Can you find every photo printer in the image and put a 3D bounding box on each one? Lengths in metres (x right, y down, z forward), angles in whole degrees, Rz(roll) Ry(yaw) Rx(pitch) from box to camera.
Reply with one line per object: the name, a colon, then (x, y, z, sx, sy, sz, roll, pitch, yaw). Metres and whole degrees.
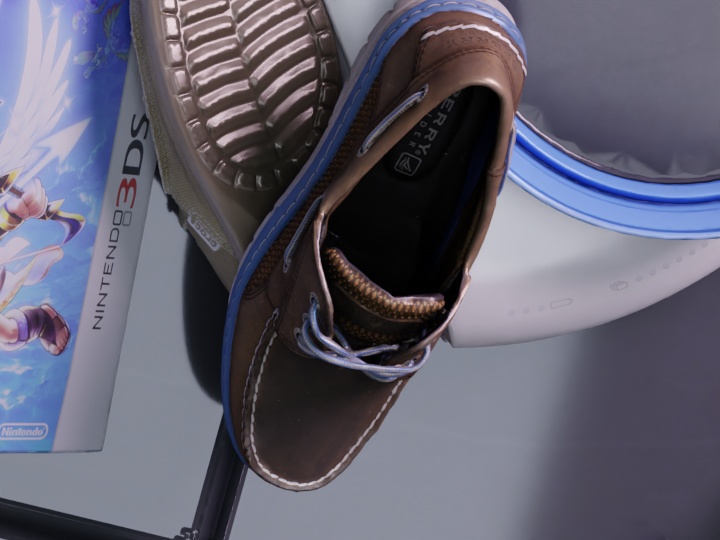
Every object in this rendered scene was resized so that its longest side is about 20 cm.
photo printer: (0.071, -0.077, 0.947, 0.166, 0.069, 0.200, -22, 100, -6)

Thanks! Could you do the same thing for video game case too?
video game case: (-0.156, -0.027, 0.869, 0.200, 0.045, 0.182, 4, 98, -52)

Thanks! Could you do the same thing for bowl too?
bowl: (0.117, -0.112, 0.881, 0.200, 0.039, 0.201, 0, 101, 0)

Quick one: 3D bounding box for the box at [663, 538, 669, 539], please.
box: (0.137, 0.230, 1.012, 0.137, 0.040, 0.200, -40, 102, -2)

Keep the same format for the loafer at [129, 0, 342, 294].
loafer: (-0.042, -0.041, 0.923, 0.076, 0.068, 0.200, -28, 110, -28)

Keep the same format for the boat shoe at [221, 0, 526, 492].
boat shoe: (0.000, 0.000, 0.854, 0.072, 0.072, 0.200, 15, 115, -11)
